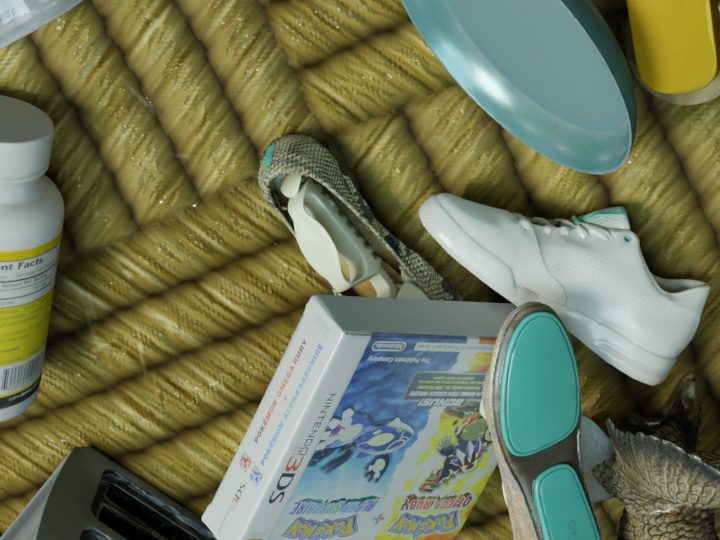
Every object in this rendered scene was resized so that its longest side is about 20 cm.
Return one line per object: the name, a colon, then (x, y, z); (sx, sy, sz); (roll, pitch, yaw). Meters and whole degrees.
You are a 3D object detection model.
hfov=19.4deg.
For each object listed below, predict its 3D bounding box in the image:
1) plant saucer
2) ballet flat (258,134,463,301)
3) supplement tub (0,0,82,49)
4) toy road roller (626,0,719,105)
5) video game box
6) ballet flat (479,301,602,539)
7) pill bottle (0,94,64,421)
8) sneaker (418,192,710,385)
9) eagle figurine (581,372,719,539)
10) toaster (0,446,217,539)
plant saucer: (0.095, -0.142, 1.260); (0.027, 0.200, 0.200); (-42, 107, -16)
ballet flat: (0.000, 0.000, 1.378); (0.068, 0.075, 0.200); (-34, 107, 23)
supplement tub: (-0.247, -0.239, 1.273); (0.122, 0.123, 0.200); (-25, 109, 17)
toy road roller: (0.150, -0.200, 1.250); (0.145, 0.123, 0.201); (-6, 110, 23)
video game box: (0.017, 0.103, 1.377); (0.199, 0.047, 0.183); (3, 126, -40)
ballet flat: (0.107, 0.111, 1.359); (0.068, 0.067, 0.201); (-16, 108, -23)
pill bottle: (-0.253, -0.009, 1.384); (0.111, 0.111, 0.201); (13, 115, 1)
sneaker: (0.134, -0.011, 1.369); (0.199, 0.075, 0.089); (30, 102, -14)
eagle figurine: (0.208, 0.149, 1.352); (0.152, 0.200, 0.151); (38, 114, -11)
toaster: (-0.179, 0.235, 1.451); (0.200, 0.181, 0.119); (35, 111, -10)
